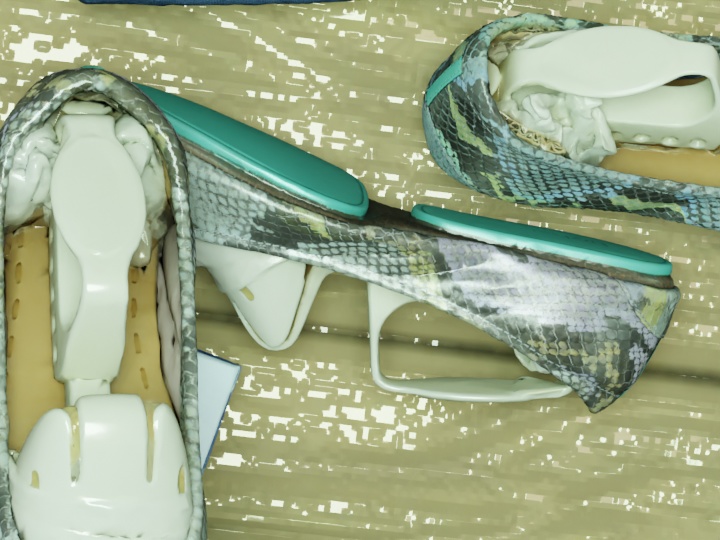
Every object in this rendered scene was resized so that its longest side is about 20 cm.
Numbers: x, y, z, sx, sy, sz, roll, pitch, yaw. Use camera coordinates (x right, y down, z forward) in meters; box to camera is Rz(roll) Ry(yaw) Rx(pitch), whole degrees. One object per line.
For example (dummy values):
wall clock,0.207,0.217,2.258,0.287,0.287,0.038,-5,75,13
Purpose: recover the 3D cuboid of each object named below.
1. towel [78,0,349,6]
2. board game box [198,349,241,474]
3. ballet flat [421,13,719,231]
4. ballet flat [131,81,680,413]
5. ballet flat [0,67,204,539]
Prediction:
towel,0.000,-0.143,0.892,0.199,0.049,0.112,-3,90,-5
board game box,-0.165,0.089,0.883,0.199,0.043,0.200,20,88,-4
ballet flat,0.121,-0.048,0.885,0.199,0.074,0.074,1,90,-5
ballet flat,0.000,0.000,0.884,0.200,0.072,0.072,18,89,-3
ballet flat,-0.078,0.032,0.786,0.072,0.072,0.201,-3,70,-4
